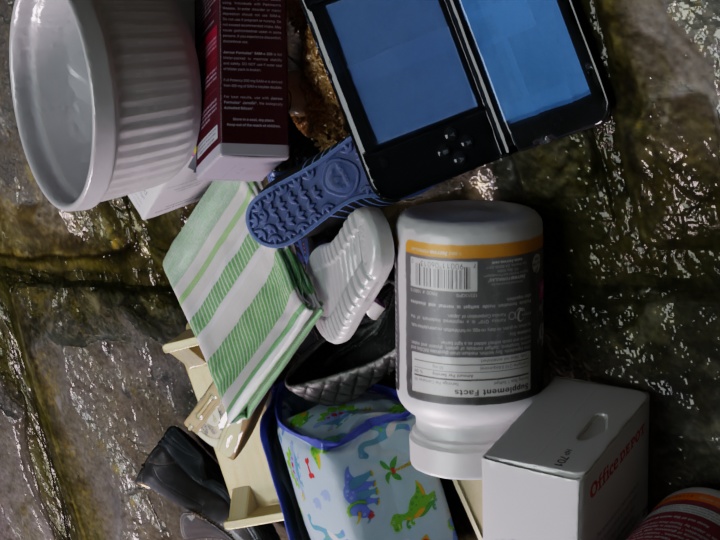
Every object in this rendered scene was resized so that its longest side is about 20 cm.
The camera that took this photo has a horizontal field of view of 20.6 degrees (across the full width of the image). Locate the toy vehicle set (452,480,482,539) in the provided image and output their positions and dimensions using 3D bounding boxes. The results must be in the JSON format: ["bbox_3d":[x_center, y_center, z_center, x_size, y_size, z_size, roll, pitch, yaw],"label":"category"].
[{"bbox_3d":[0.105,0.124,1.643,0.124,0.026,0.201,-23,90,54],"label":"toy vehicle set"}]

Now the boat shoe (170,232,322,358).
[{"bbox_3d":[-0.098,0.025,1.813,0.200,0.063,0.073,45,136,24],"label":"boat shoe"}]

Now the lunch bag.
[{"bbox_3d":[-0.013,0.192,1.759,0.200,0.127,0.171,20,127,66],"label":"lunch bag"}]

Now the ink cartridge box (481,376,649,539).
[{"bbox_3d":[0.158,0.203,1.502,0.085,0.146,0.201,9,116,27],"label":"ink cartridge box"}]

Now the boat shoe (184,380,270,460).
[{"bbox_3d":[-0.108,0.082,1.760,0.062,0.073,0.201,26,122,7],"label":"boat shoe"}]

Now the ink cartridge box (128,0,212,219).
[{"bbox_3d":[-0.170,-0.165,1.780,0.146,0.087,0.200,56,141,14],"label":"ink cartridge box"}]

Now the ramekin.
[{"bbox_3d":[-0.212,-0.155,1.652,0.200,0.104,0.202,28,122,57],"label":"ramekin"}]

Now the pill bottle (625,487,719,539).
[{"bbox_3d":[0.215,0.250,1.414,0.112,0.200,0.114,19,125,29],"label":"pill bottle"}]

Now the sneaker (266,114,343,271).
[{"bbox_3d":[-0.048,-0.047,1.705,0.078,0.075,0.201,-9,100,56],"label":"sneaker"}]

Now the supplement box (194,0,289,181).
[{"bbox_3d":[-0.099,-0.181,1.620,0.109,0.060,0.201,154,115,-73],"label":"supplement box"}]

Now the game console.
[{"bbox_3d":[0.064,-0.172,1.461,0.119,0.171,0.201,178,70,-80],"label":"game console"}]

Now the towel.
[{"bbox_3d":[-0.106,0.013,1.693,0.153,0.023,0.201,-55,45,31],"label":"towel"}]

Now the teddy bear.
[{"bbox_3d":[-0.020,-0.183,1.597,0.146,0.067,0.200,62,144,9],"label":"teddy bear"}]

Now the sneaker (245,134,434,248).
[{"bbox_3d":[0.001,-0.080,1.595,0.199,0.078,0.070,-22,98,16],"label":"sneaker"}]

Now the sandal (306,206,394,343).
[{"bbox_3d":[0.001,0.007,1.584,0.203,0.049,0.083,135,126,-68],"label":"sandal"}]

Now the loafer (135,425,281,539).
[{"bbox_3d":[-0.148,0.243,1.974,0.200,0.072,0.073,43,179,37],"label":"loafer"}]

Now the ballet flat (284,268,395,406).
[{"bbox_3d":[0.010,0.054,1.646,0.200,0.057,0.067,-47,54,37],"label":"ballet flat"}]

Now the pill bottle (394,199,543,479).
[{"bbox_3d":[0.084,0.052,1.530,0.116,0.116,0.201,13,109,48],"label":"pill bottle"}]

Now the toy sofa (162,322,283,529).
[{"bbox_3d":[-0.104,0.137,1.884,0.082,0.098,0.201,-14,99,29],"label":"toy sofa"}]
